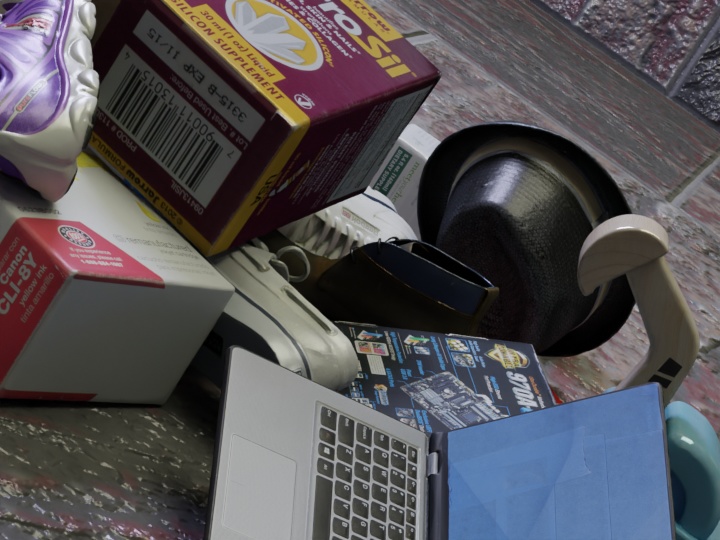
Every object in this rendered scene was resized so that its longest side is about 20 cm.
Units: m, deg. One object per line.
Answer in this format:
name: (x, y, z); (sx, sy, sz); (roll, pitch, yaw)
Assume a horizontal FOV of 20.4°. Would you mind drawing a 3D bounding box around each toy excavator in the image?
toy excavator: (0.173, 0.093, 1.217); (0.194, 0.201, 0.100); (37, 16, -2)

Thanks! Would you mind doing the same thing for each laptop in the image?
laptop: (0.038, 0.116, 0.964); (0.199, 0.116, 0.188); (26, 41, -21)

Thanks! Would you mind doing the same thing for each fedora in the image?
fedora: (0.110, -0.005, 1.472); (0.200, 0.201, 0.092); (35, 41, 6)

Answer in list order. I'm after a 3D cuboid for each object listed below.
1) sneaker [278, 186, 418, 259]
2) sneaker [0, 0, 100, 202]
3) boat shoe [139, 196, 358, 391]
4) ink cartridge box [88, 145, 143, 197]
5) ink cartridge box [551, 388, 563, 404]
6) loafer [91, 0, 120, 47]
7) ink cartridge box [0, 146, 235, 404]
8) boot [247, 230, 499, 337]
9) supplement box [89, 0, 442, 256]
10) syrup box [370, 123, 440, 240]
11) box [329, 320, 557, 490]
sneaker: (-0.022, -0.031, 1.438); (0.199, 0.077, 0.081); (18, 30, -46)
sneaker: (-0.187, -0.114, 1.065); (0.083, 0.081, 0.200); (20, 21, -21)
boat shoe: (-0.069, 0.012, 1.160); (0.086, 0.075, 0.202); (-15, 35, -36)
ink cartridge box: (-0.181, -0.118, 1.390); (0.199, 0.068, 0.116); (36, 18, 7)
ink cartridge box: (0.136, 0.102, 1.407); (0.160, 0.050, 0.200); (21, 23, -37)
loafer: (-0.187, -0.198, 1.308); (0.200, 0.076, 0.067); (49, 14, 0)
ink cartridge box: (-0.188, -0.022, 1.085); (0.200, 0.084, 0.145); (42, 18, 27)
boot: (0.000, 0.000, 1.349); (0.199, 0.097, 0.075); (37, 17, 12)
supplement box: (-0.060, -0.105, 1.182); (0.131, 0.103, 0.200); (42, 27, 11)
syrup box: (0.095, -0.029, 1.636); (0.199, 0.079, 0.081); (35, 16, 5)
box: (0.037, 0.093, 1.156); (0.157, 0.046, 0.200); (6, 22, -9)
